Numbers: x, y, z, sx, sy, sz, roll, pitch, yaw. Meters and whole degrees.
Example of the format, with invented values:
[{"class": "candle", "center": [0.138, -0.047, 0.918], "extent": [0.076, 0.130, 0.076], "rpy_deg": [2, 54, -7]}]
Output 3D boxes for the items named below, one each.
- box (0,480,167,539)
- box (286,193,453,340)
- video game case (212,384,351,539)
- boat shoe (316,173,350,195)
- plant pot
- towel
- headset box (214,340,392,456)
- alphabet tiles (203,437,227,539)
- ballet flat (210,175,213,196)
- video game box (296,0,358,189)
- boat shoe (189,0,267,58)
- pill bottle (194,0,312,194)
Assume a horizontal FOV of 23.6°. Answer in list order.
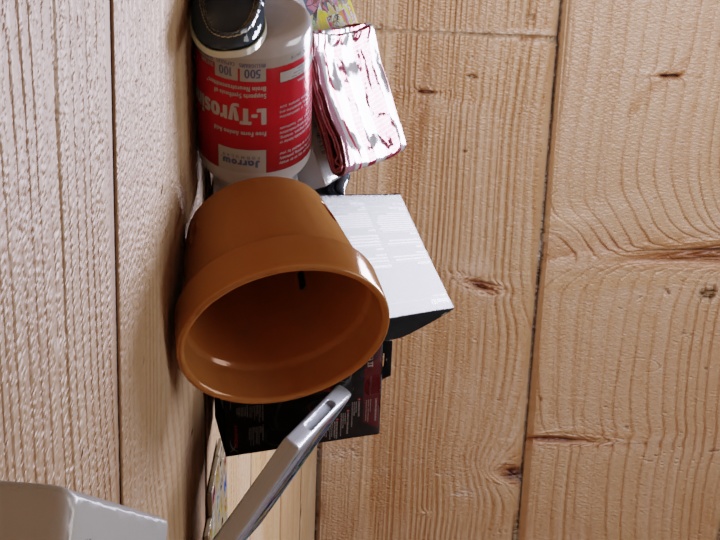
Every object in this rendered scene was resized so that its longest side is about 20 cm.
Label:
[{"class": "box", "center": [-0.146, 0.170, 0.565], "extent": [0.200, 0.129, 0.201], "rpy_deg": [79, 14, -80]}, {"class": "box", "center": [0.000, 0.000, 1.778], "extent": [0.200, 0.079, 0.142], "rpy_deg": [-5, 65, -63]}, {"class": "video game case", "center": [-0.095, 0.225, 1.818], "extent": [0.201, 0.023, 0.182], "rpy_deg": [-56, 174, 21]}, {"class": "boat shoe", "center": [-0.073, -0.048, 1.853], "extent": [0.071, 0.090, 0.201], "rpy_deg": [113, -3, -55]}, {"class": "plant pot", "center": [-0.085, 0.010, 1.607], "extent": [0.201, 0.198, 0.141], "rpy_deg": [91, -14, -51]}, {"class": "towel", "center": [-0.005, -0.178, 1.761], "extent": [0.200, 0.023, 0.145], "rpy_deg": [-28, 102, -67]}, {"class": "headset box", "center": [-0.060, 0.113, 1.897], "extent": [0.075, 0.198, 0.150], "rpy_deg": [-114, -160, -52]}, {"class": "alphabet tiles", "center": [-0.167, 0.305, 2.004], "extent": [0.167, 0.006, 0.202], "rpy_deg": [-83, 176, -58]}, {"class": "ballet flat", "center": [-0.125, -0.096, 1.785], "extent": [0.067, 0.056, 0.202], "rpy_deg": [-88, -173, -67]}, {"class": "video game box", "center": [-0.043, -0.199, 1.792], "extent": [0.182, 0.046, 0.202], "rpy_deg": [-31, 104, -57]}, {"class": "boat shoe", "center": [-0.117, -0.264, 1.576], "extent": [0.201, 0.074, 0.062], "rpy_deg": [-87, 180, -51]}, {"class": "pill bottle", "center": [-0.102, -0.155, 1.654], "extent": [0.113, 0.111, 0.202], "rpy_deg": [-84, 176, -55]}]
